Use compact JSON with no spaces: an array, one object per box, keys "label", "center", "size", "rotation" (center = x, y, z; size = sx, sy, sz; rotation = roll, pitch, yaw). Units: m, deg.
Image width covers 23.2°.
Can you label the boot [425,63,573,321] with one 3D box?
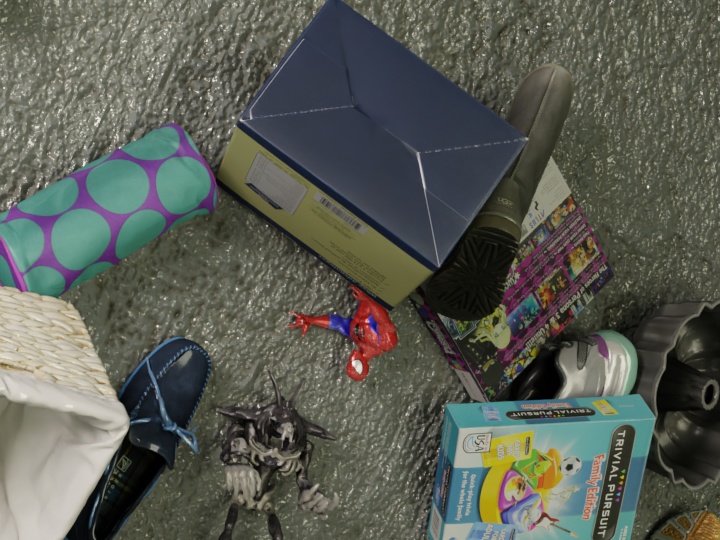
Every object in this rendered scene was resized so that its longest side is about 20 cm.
[{"label":"boot","center":[0.130,-0.071,1.621],"size":[0.072,0.182,0.200],"rotation":[22,54,-9]}]

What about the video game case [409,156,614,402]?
[{"label":"video game case","center":[0.142,-0.002,1.712],"size":[0.200,0.036,0.181],"rotation":[-44,118,-21]}]

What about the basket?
[{"label":"basket","center":[-0.311,0.116,1.302],"size":[0.198,0.161,0.200],"rotation":[18,117,-35]}]

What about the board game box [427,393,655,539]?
[{"label":"board game box","center":[0.174,0.199,1.693],"size":[0.199,0.047,0.151],"rotation":[-2,119,-15]}]

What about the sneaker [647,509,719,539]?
[{"label":"sneaker","center":[0.334,0.354,1.887],"size":[0.200,0.076,0.088],"rotation":[-60,139,-10]}]

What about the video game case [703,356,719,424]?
[{"label":"video game case","center":[0.451,0.081,1.947],"size":[0.143,0.017,0.201],"rotation":[10,91,-35]}]

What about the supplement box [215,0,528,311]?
[{"label":"supplement box","center":[0.002,-0.091,1.464],"size":[0.200,0.200,0.134],"rotation":[37,75,-2]}]

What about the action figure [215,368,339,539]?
[{"label":"action figure","center":[-0.080,0.193,1.551],"size":[0.119,0.102,0.201],"rotation":[14,90,-23]}]

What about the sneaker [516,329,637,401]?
[{"label":"sneaker","center":[0.196,0.159,1.748],"size":[0.140,0.078,0.201],"rotation":[-5,105,-29]}]

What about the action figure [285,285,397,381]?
[{"label":"action figure","center":[0.000,0.000,1.598],"size":[0.099,0.065,0.201],"rotation":[11,90,-43]}]

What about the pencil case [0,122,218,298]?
[{"label":"pencil case","center":[-0.213,-0.041,1.434],"size":[0.200,0.085,0.093],"rotation":[-33,152,-27]}]

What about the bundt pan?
[{"label":"bundt pan","center":[0.335,0.122,1.826],"size":[0.202,0.076,0.202],"rotation":[-11,106,-43]}]

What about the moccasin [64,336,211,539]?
[{"label":"moccasin","center":[-0.179,0.153,1.495],"size":[0.080,0.068,0.200],"rotation":[34,77,-33]}]
